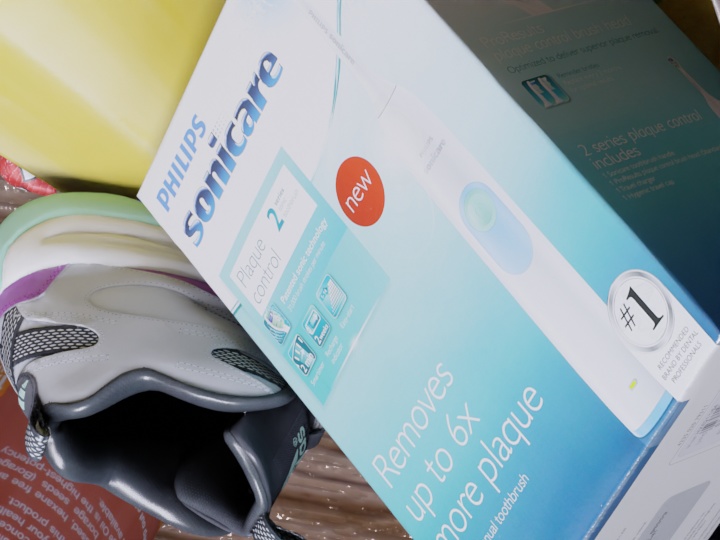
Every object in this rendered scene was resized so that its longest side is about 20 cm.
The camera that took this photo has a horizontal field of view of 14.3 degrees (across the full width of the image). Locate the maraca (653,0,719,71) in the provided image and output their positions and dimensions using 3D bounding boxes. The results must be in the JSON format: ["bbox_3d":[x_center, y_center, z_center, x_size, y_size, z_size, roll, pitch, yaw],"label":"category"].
[{"bbox_3d":[0.165,-0.048,0.922,0.200,0.107,0.137,21,139,-23],"label":"maraca"}]

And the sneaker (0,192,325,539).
[{"bbox_3d":[-0.021,0.045,0.937,0.200,0.140,0.078,0,130,-18],"label":"sneaker"}]

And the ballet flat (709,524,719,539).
[{"bbox_3d":[0.185,0.080,1.015,0.200,0.073,0.073,12,133,18],"label":"ballet flat"}]

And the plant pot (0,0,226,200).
[{"bbox_3d":[-0.109,-0.127,0.936,0.201,0.201,0.189,-11,138,34],"label":"plant pot"}]

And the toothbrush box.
[{"bbox_3d":[0.040,-0.013,0.862,0.200,0.085,0.146,52,135,24],"label":"toothbrush box"}]

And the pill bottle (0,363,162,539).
[{"bbox_3d":[-0.163,0.133,1.176,0.112,0.200,0.112,14,133,15],"label":"pill bottle"}]

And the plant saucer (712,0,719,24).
[{"bbox_3d":[0.193,-0.110,0.832,0.200,0.034,0.201,-1,101,-5],"label":"plant saucer"}]

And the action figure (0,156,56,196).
[{"bbox_3d":[-0.061,0.015,1.098,0.200,0.099,0.065,31,135,2],"label":"action figure"}]
